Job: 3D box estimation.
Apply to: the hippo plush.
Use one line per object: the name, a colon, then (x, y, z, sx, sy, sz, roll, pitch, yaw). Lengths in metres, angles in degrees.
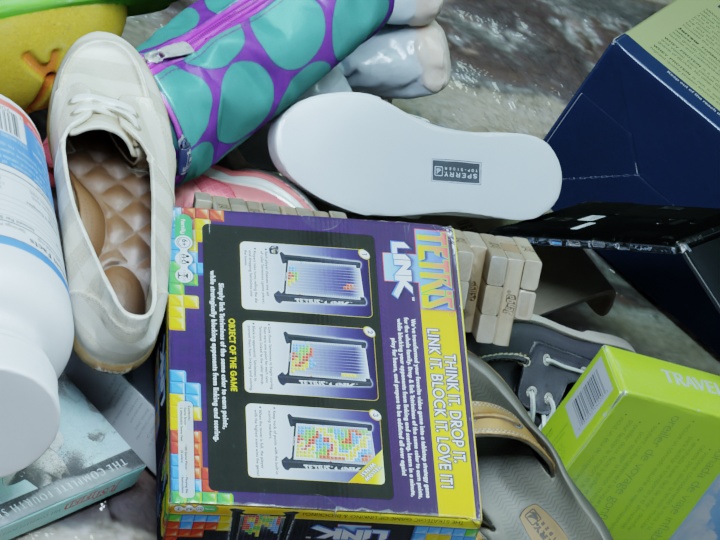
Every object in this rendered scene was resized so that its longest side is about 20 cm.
hippo plush: (-0.045, -0.150, 1.763, 0.200, 0.160, 0.161, 36, 33, 1)

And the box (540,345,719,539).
box: (0.201, 0.120, 1.678, 0.199, 0.122, 0.048, 16, 36, -27)

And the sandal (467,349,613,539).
sandal: (0.069, 0.115, 1.605, 0.200, 0.082, 0.055, 52, 6, 12)

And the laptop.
laptop: (0.198, 0.020, 1.736, 0.199, 0.104, 0.177, 4, 8, 25)

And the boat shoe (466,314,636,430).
boat shoe: (0.110, 0.073, 1.702, 0.199, 0.073, 0.063, 6, 40, -44)

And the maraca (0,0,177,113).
maraca: (-0.186, -0.149, 1.641, 0.137, 0.199, 0.108, -173, -110, -87)

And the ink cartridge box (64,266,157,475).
ink cartridge box: (-0.094, 0.071, 1.556, 0.200, 0.039, 0.099, 45, 34, 13)

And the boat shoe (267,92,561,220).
boat shoe: (0.024, -0.066, 1.717, 0.199, 0.068, 0.072, 4, 88, -30)

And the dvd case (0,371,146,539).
dvd case: (-0.223, 0.056, 1.477, 0.200, 0.022, 0.146, 48, 35, 17)

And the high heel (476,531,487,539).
high heel: (0.060, 0.149, 1.556, 0.142, 0.071, 0.201, 10, 57, -23)

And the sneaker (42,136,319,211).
sneaker: (-0.105, -0.028, 1.659, 0.200, 0.074, 0.087, 34, 48, 4)

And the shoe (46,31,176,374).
shoe: (-0.128, -0.045, 1.496, 0.069, 0.053, 0.201, 0, 63, -13)

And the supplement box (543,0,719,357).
supplement box: (0.254, -0.076, 1.955, 0.200, 0.135, 0.200, 41, 34, 9)

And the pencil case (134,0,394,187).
pencil case: (-0.069, -0.129, 1.632, 0.085, 0.093, 0.200, 34, 54, 21)

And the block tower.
block tower: (0.000, 0.000, 1.615, 0.198, 0.054, 0.058, 8, 14, -8)

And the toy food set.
toy food set: (0.055, -0.007, 1.777, 0.199, 0.061, 0.144, -18, 64, -43)

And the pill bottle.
pill bottle: (-0.205, 0.007, 1.434, 0.112, 0.112, 0.201, 15, 38, -27)

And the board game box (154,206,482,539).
board game box: (-0.026, 0.062, 1.502, 0.164, 0.057, 0.201, 5, 50, -10)
